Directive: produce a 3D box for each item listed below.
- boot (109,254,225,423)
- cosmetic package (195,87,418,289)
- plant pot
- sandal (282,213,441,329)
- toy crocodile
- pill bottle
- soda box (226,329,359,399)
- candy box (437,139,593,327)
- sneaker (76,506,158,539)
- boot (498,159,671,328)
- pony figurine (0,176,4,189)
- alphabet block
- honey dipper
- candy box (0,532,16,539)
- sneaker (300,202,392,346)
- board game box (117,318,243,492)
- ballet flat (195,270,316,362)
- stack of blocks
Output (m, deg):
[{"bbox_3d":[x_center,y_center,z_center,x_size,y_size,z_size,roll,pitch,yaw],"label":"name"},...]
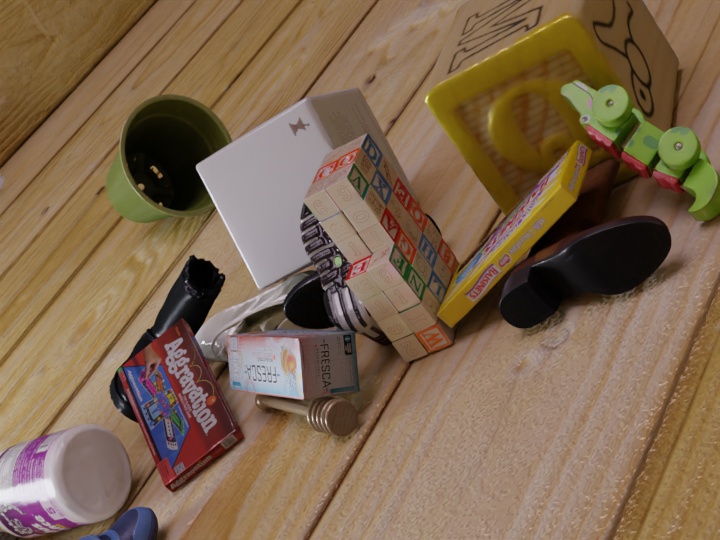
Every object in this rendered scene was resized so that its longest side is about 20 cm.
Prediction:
[{"bbox_3d":[-0.235,0.081,1.730,0.163,0.073,0.199,-55,11,22],"label":"boot"},{"bbox_3d":[-0.058,-0.102,1.651,0.165,0.169,0.200,-27,1,20],"label":"cosmetic package"},{"bbox_3d":[-0.330,-0.159,2.274,0.201,0.200,0.190,-53,13,-30],"label":"plant pot"},{"bbox_3d":[0.001,0.000,1.577,0.199,0.076,0.048,-31,34,-2],"label":"sandal"},{"bbox_3d":[0.266,-0.118,1.311,0.199,0.067,0.062,39,92,29],"label":"toy crocodile"},{"bbox_3d":[-0.368,0.251,1.625,0.199,0.113,0.113,-20,29,40],"label":"pill bottle"},{"bbox_3d":[-0.075,0.097,1.469,0.068,0.065,0.199,-6,1,-27],"label":"soda box"},{"bbox_3d":[0.151,-0.035,1.366,0.200,0.026,0.103,-49,9,34],"label":"candy box"},{"bbox_3d":[-0.292,0.312,1.434,0.200,0.083,0.074,-46,22,-21],"label":"sneaker"},{"bbox_3d":[0.230,-0.042,1.337,0.188,0.068,0.201,-38,13,38],"label":"boot"},{"bbox_3d":[-0.971,-0.172,3.328,0.192,0.166,0.201,-36,37,28],"label":"pony figurine"},{"bbox_3d":[0.209,-0.203,1.483,0.195,0.196,0.201,-26,24,32],"label":"alphabet block"},{"bbox_3d":[-0.064,0.147,1.460,0.038,0.038,0.199,-47,19,-20],"label":"honey dipper"},{"bbox_3d":[-0.502,0.327,1.756,0.199,0.061,0.137,-17,33,42],"label":"candy box"},{"bbox_3d":[-0.002,-0.003,1.507,0.075,0.115,0.202,-24,55,21],"label":"sneaker"},{"bbox_3d":[-0.210,0.151,1.595,0.103,0.019,0.201,-37,45,3],"label":"board game box"},{"bbox_3d":[-0.122,0.068,1.660,0.199,0.070,0.070,-30,24,17],"label":"ballet flat"},{"bbox_3d":[0.027,-0.022,1.410,0.058,0.201,0.116,-23,26,29],"label":"stack of blocks"}]
